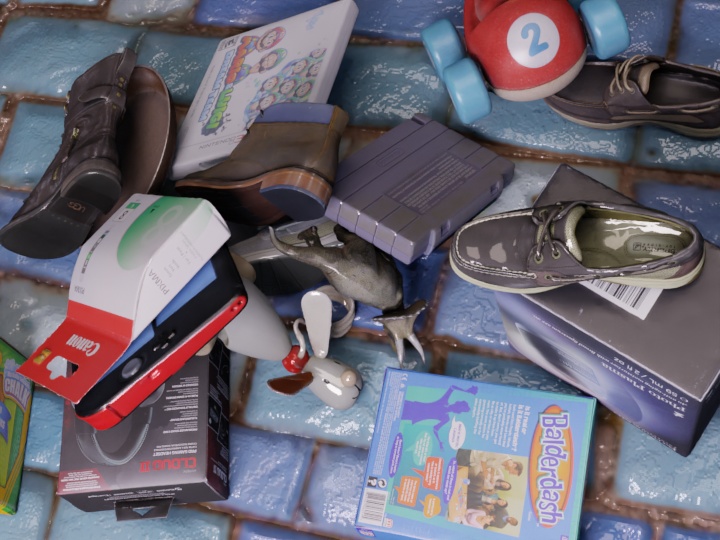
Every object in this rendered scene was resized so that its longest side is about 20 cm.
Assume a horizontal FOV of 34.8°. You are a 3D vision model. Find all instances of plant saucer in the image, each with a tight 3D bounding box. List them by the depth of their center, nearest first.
[{"bbox_3d":[-0.252,-0.116,1.202,0.198,0.032,0.203,-21,58,39],"label":"plant saucer"}]

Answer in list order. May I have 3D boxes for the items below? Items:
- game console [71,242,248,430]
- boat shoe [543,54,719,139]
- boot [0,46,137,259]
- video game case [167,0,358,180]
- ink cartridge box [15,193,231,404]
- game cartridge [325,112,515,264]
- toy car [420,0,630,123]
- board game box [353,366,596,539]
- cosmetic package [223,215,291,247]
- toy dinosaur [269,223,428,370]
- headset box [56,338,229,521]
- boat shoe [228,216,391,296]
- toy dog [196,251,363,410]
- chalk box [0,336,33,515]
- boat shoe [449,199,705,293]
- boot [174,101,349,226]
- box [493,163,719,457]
[{"bbox_3d":[-0.183,0.039,1.012,0.177,0.031,0.200,-43,28,4],"label":"game console"},{"bbox_3d":[0.279,-0.185,1.142,0.196,0.073,0.076,7,68,14],"label":"boat shoe"},{"bbox_3d":[-0.296,-0.120,1.190,0.199,0.069,0.176,-31,47,31],"label":"boot"},{"bbox_3d":[-0.102,-0.188,1.186,0.180,0.024,0.202,-10,46,32],"label":"video game case"},{"bbox_3d":[-0.224,0.015,1.023,0.200,0.050,0.160,-47,28,-21],"label":"ink cartridge box"},{"bbox_3d":[0.053,-0.082,1.112,0.129,0.039,0.199,34,42,18],"label":"game cartridge"},{"bbox_3d":[0.138,-0.285,1.124,0.182,0.201,0.178,-24,38,5],"label":"toy car"},{"bbox_3d":[0.105,0.178,1.036,0.197,0.045,0.154,8,68,15],"label":"board game box"},{"bbox_3d":[-0.118,-0.066,1.168,0.199,0.083,0.051,-38,62,-7],"label":"cosmetic package"},{"bbox_3d":[0.000,0.000,1.058,0.077,0.200,0.102,-45,43,3],"label":"toy dinosaur"},{"bbox_3d":[-0.204,0.139,1.100,0.146,0.077,0.203,-6,64,9],"label":"headset box"},{"bbox_3d":[-0.051,-0.030,1.146,0.199,0.075,0.065,-18,58,-1],"label":"boat shoe"},{"bbox_3d":[-0.078,0.052,1.056,0.197,0.096,0.134,12,69,-19],"label":"toy dog"},{"bbox_3d":[-0.400,0.127,1.119,0.121,0.125,0.203,-3,68,11],"label":"chalk box"},{"bbox_3d":[0.163,-0.024,0.880,0.197,0.066,0.073,2,71,14],"label":"boat shoe"},{"bbox_3d":[-0.089,-0.100,1.071,0.198,0.075,0.098,4,64,42],"label":"boot"},{"bbox_3d":[0.229,0.041,0.985,0.199,0.199,0.124,32,79,22],"label":"box"}]
